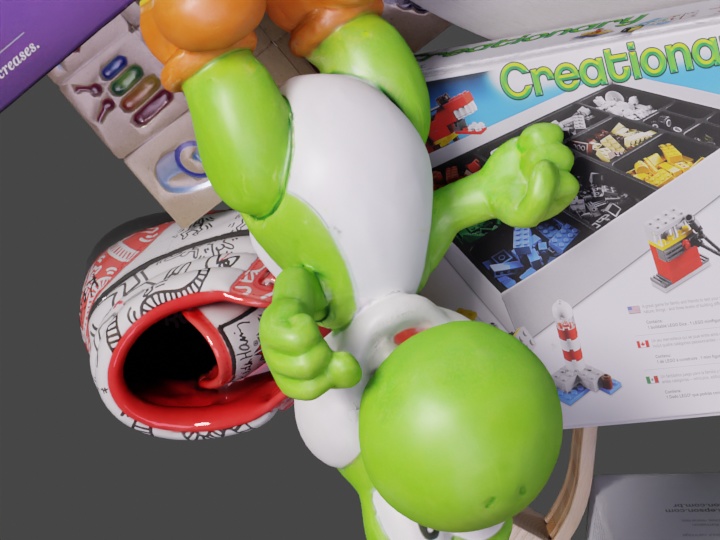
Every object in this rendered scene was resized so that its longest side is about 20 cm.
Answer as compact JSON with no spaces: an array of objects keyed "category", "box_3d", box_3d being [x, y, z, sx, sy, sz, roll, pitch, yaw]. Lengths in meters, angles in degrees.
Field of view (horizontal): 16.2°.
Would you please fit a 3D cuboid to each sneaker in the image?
[{"category":"sneaker","box_3d":[0.000,0.001,0.873,0.200,0.108,0.068,-17,112,2]}]

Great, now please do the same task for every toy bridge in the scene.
[{"category":"toy bridge","box_3d":[0.044,0.093,0.956,0.067,0.027,0.200,28,107,-15]}]

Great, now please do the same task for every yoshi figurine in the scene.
[{"category":"yoshi figurine","box_3d":[0.010,-0.003,0.753,0.112,0.112,0.201,-19,92,15]}]

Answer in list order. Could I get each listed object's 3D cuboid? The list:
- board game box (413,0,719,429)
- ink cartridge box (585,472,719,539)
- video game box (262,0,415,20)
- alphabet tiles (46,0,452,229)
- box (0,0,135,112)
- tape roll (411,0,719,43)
[{"category":"board game box","box_3d":[0.104,-0.018,0.788,0.199,0.035,0.127,-7,106,32]},{"category":"ink cartridge box","box_3d":[0.190,0.136,0.891,0.195,0.200,0.044,0,118,-4]},{"category":"video game box","box_3d":[0.020,-0.181,0.839,0.199,0.047,0.183,-5,110,-2]},{"category":"alphabet tiles","box_3d":[-0.057,-0.135,0.825,0.167,0.008,0.200,-37,109,11]},{"category":"box","box_3d":[-0.144,-0.118,0.783,0.200,0.079,0.141,-38,105,14]},{"category":"tape roll","box_3d":[0.073,-0.134,0.748,0.202,0.037,0.203,11,149,7]}]
